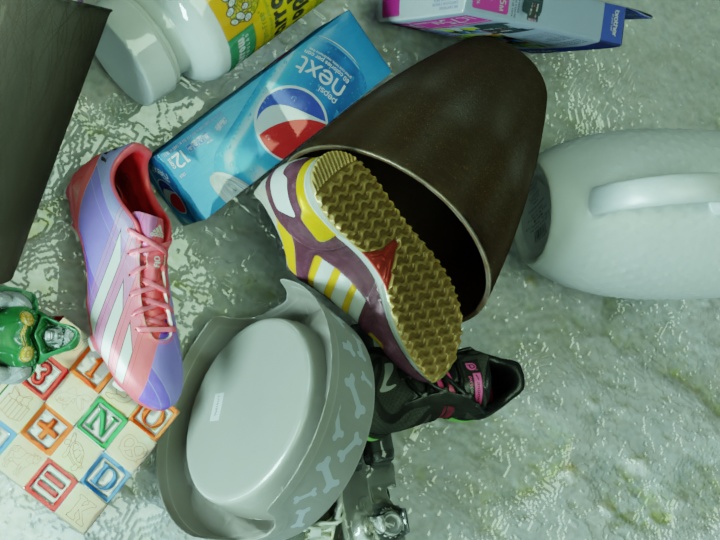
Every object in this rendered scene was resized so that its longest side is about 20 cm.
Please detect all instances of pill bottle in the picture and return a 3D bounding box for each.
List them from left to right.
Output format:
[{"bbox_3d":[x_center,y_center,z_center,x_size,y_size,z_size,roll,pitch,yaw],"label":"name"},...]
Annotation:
[{"bbox_3d":[-0.109,-0.217,1.034,0.200,0.113,0.113,-40,102,-20],"label":"pill bottle"}]

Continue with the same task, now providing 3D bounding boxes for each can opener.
[{"bbox_3d":[-0.006,0.146,1.101,0.053,0.067,0.200,-5,77,-23],"label":"can opener"}]

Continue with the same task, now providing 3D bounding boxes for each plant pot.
[{"bbox_3d":[0.065,-0.091,1.081,0.187,0.187,0.200,45,57,-15],"label":"plant pot"}]

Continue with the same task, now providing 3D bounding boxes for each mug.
[{"bbox_3d":[0.232,-0.051,1.123,0.175,0.200,0.148,0,83,-16],"label":"mug"}]

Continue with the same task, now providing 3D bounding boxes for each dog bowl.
[{"bbox_3d":[-0.069,0.109,0.999,0.059,0.200,0.200,28,77,-35],"label":"dog bowl"}]

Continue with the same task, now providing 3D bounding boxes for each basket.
[{"bbox_3d":[-0.278,-0.100,0.919,0.180,0.136,0.200,11,98,-11],"label":"basket"}]

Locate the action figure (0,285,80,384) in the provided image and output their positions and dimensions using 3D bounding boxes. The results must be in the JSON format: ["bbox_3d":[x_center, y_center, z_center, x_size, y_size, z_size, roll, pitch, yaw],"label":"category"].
[{"bbox_3d":[-0.291,0.045,0.919,0.200,0.055,0.118,1,85,-25],"label":"action figure"}]

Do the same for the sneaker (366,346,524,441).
[{"bbox_3d":[0.058,0.088,1.073,0.200,0.084,0.077,-5,77,-50],"label":"sneaker"}]

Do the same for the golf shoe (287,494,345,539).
[{"bbox_3d":[-0.049,0.204,1.057,0.077,0.088,0.200,-9,93,-24],"label":"golf shoe"}]

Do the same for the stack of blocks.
[{"bbox_3d":[-0.249,0.086,0.992,0.200,0.059,0.115,42,73,-15],"label":"stack of blocks"}]

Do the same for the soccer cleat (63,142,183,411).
[{"bbox_3d":[-0.164,0.003,0.990,0.067,0.076,0.200,6,60,-51],"label":"soccer cleat"}]

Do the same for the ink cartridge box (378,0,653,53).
[{"bbox_3d":[0.129,-0.209,1.115,0.200,0.119,0.042,2,94,-33],"label":"ink cartridge box"}]

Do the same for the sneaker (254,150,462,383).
[{"bbox_3d":[0.000,0.000,1.009,0.075,0.090,0.200,-45,113,-36],"label":"sneaker"}]

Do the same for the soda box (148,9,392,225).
[{"bbox_3d":[-0.075,-0.120,1.068,0.200,0.068,0.064,-41,103,-19],"label":"soda box"}]

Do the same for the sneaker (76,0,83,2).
[{"bbox_3d":[-0.243,-0.272,1.000,0.100,0.075,0.200,12,83,-20],"label":"sneaker"}]
